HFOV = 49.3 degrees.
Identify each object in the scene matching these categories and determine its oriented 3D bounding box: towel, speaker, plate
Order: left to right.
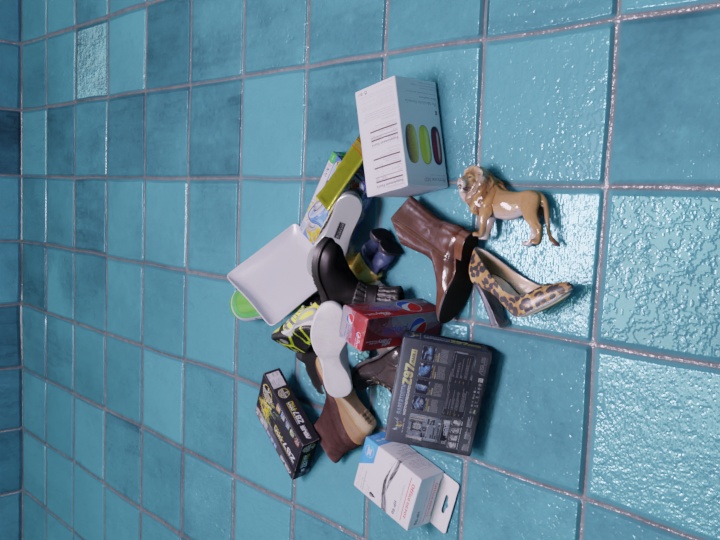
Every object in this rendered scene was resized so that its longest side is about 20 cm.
[{"bbox_3d":[-0.219,0.067,1.809,0.200,0.088,0.089,-13,82,47],"label":"speaker"},{"bbox_3d":[-0.163,0.012,1.708,0.200,0.200,0.032,42,165,38],"label":"plate"},{"bbox_3d":[-0.021,-0.214,1.558,0.200,0.018,0.086,-55,24,10],"label":"towel"}]

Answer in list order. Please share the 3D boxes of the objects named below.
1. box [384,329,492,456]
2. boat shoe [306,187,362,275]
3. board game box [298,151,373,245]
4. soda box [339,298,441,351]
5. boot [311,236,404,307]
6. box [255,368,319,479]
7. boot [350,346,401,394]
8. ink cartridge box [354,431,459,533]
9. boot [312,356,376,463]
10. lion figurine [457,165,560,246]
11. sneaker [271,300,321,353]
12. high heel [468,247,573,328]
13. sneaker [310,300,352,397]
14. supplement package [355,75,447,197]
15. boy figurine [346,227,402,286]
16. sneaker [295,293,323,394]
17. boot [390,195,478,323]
[{"bbox_3d":[0.136,0.217,1.390,0.158,0.051,0.200,10,102,2],"label":"box"},{"bbox_3d":[-0.046,-0.073,1.581,0.071,0.064,0.200,27,113,-5],"label":"boat shoe"},{"bbox_3d":[-0.048,-0.129,1.648,0.135,0.034,0.200,47,124,35],"label":"board game box"},{"bbox_3d":[0.058,0.096,1.422,0.070,0.200,0.063,28,113,44],"label":"soda box"},{"bbox_3d":[0.001,0.031,1.501,0.158,0.079,0.211,8,133,25],"label":"boot"},{"bbox_3d":[-0.168,0.345,1.765,0.200,0.049,0.161,56,148,30],"label":"box"},{"bbox_3d":[0.070,0.236,1.517,0.200,0.069,0.174,-49,63,42],"label":"boot"},{"bbox_3d":[0.085,0.412,1.506,0.200,0.068,0.116,29,113,43],"label":"ink cartridge box"},{"bbox_3d":[-0.065,0.292,1.647,0.200,0.072,0.166,55,131,15],"label":"boot"},{"bbox_3d":[0.250,-0.108,1.312,0.200,0.072,0.123,12,89,32],"label":"lion figurine"},{"bbox_3d":[-0.120,0.119,1.639,0.200,0.075,0.076,-23,41,55],"label":"sneaker"},{"bbox_3d":[0.257,0.007,1.293,0.200,0.071,0.143,-29,77,54],"label":"high heel"},{"bbox_3d":[-0.055,0.144,1.539,0.089,0.075,0.200,-92,-3,-69],"label":"sneaker"},{"bbox_3d":[0.076,-0.242,1.450,0.109,0.114,0.200,-10,86,48],"label":"supplement package"},{"bbox_3d":[0.000,0.000,1.583,0.200,0.064,0.124,-49,61,34],"label":"boy figurine"},{"bbox_3d":[-0.084,0.158,1.688,0.104,0.060,0.200,32,119,40],"label":"sneaker"},{"bbox_3d":[0.122,-0.024,1.454,0.200,0.064,0.187,33,115,44],"label":"boot"}]
